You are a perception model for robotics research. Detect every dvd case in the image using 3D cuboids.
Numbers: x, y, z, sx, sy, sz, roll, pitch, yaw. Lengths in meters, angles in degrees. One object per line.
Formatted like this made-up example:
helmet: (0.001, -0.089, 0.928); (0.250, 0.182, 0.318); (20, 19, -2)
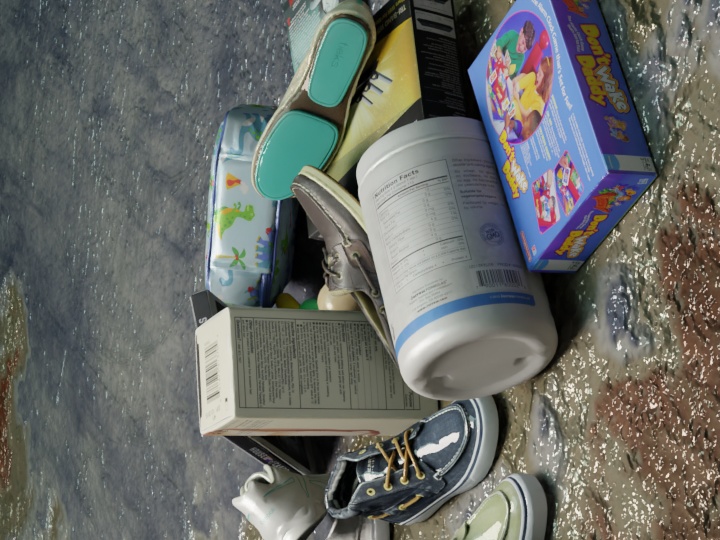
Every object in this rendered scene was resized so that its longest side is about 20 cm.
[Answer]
dvd case: (-0.029, -0.221, 1.917); (0.146, 0.022, 0.200); (-49, 47, 53)
dvd case: (-0.103, 0.120, 1.882); (0.025, 0.200, 0.151); (-21, 62, 13)

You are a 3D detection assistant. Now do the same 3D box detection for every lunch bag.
lunch bag: (-0.105, -0.068, 1.942); (0.161, 0.082, 0.201); (-64, -20, -82)

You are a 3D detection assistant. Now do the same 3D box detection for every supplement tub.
supplement tub: (0.077, -0.008, 1.554); (0.132, 0.132, 0.200); (126, 139, -49)

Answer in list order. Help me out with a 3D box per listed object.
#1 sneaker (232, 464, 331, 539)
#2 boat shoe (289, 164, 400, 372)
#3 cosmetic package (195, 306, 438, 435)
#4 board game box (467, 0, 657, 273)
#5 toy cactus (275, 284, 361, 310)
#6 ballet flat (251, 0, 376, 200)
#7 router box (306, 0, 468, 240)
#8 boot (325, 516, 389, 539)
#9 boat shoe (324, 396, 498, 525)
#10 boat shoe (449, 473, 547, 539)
sneaker: (-0.067, 0.214, 1.819); (0.070, 0.080, 0.200); (-52, -5, 5)
boat shoe: (0.000, 0.000, 1.650); (0.200, 0.065, 0.073); (51, 169, -2)
cosmetic package: (-0.039, 0.093, 1.709); (0.087, 0.200, 0.104); (148, 122, -61)
board game box: (0.154, -0.118, 1.499); (0.135, 0.045, 0.200); (126, 139, -49)
toy cactus: (-0.044, 0.057, 1.845); (0.165, 0.102, 0.200); (-60, 9, 14)
ballet flat: (-0.036, -0.151, 1.699); (0.200, 0.067, 0.062); (-60, 9, 26)
router box: (0.017, -0.135, 1.702); (0.200, 0.052, 0.158); (-38, 51, 49)
boot: (-0.035, 0.292, 1.803); (0.074, 0.095, 0.201); (-145, 61, -60)
boat shoe: (0.043, 0.168, 1.656); (0.200, 0.091, 0.071); (-54, 42, 49)
boat shoe: (0.094, 0.247, 1.575); (0.072, 0.062, 0.200); (64, 142, 44)
